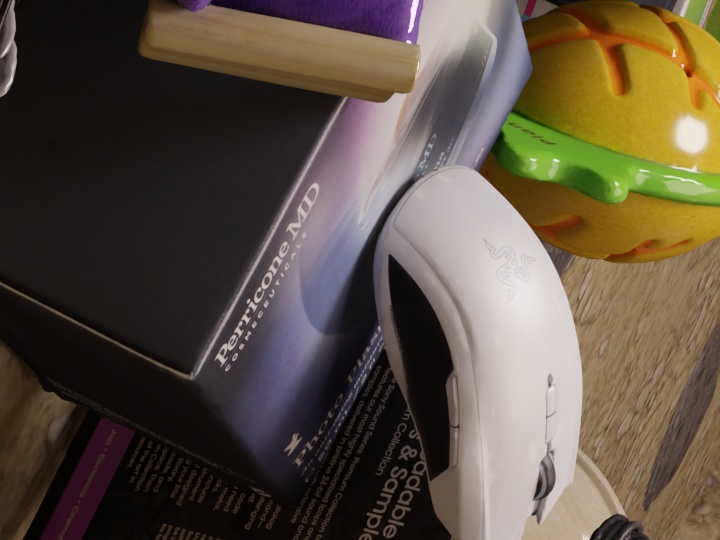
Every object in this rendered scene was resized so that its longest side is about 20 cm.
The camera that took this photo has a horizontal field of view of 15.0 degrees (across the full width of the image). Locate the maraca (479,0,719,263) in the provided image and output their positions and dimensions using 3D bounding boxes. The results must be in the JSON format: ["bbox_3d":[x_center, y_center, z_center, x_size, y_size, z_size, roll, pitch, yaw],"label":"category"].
[{"bbox_3d":[0.096,-0.057,1.132,0.200,0.137,0.108,-6,116,-55],"label":"maraca"}]

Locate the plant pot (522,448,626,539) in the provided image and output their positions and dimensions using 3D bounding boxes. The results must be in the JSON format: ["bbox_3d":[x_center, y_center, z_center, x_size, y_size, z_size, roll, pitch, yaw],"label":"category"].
[{"bbox_3d":[0.024,0.168,1.455,0.183,0.200,0.201,13,102,-63],"label":"plant pot"}]

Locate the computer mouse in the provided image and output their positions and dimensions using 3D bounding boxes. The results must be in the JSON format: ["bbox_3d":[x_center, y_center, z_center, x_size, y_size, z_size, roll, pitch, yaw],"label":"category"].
[{"bbox_3d":[0.054,0.060,0.954,0.110,0.044,0.201,-35,120,-38],"label":"computer mouse"}]

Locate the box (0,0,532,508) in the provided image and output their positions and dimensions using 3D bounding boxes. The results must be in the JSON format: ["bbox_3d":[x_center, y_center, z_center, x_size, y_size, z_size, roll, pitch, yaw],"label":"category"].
[{"bbox_3d":[-0.041,-0.045,0.953,0.201,0.123,0.198,-62,164,-11],"label":"box"}]

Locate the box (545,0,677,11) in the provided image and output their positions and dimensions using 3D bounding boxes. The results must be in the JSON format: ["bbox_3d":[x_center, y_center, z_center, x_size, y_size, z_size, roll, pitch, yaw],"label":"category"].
[{"bbox_3d":[0.105,-0.197,1.243,0.149,0.104,0.200,-65,166,3],"label":"box"}]

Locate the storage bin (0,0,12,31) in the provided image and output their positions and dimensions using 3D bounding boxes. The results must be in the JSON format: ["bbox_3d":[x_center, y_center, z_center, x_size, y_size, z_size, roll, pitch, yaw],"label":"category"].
[{"bbox_3d":[-0.129,-0.108,0.591,0.201,0.093,0.135,-67,165,13],"label":"storage bin"}]

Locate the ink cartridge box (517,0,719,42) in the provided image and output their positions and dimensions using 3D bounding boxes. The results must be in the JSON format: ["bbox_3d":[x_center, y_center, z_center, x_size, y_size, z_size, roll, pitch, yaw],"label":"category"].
[{"bbox_3d":[0.169,-0.130,1.387,0.076,0.199,0.148,-35,148,-61],"label":"ink cartridge box"}]

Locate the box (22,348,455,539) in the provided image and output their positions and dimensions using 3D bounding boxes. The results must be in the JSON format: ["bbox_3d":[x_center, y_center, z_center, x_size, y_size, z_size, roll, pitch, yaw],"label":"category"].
[{"bbox_3d":[-0.036,0.093,1.041,0.036,0.199,0.143,45,64,-44],"label":"box"}]

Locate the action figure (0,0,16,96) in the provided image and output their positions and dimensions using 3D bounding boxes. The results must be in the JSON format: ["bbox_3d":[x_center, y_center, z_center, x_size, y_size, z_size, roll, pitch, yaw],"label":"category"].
[{"bbox_3d":[-0.090,-0.125,0.754,0.130,0.069,0.200,82,31,-50],"label":"action figure"}]

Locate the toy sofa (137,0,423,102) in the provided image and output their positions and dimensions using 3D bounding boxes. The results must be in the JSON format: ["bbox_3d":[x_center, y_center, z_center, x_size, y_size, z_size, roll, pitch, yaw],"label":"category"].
[{"bbox_3d":[-0.008,-0.155,0.809,0.098,0.082,0.201,148,-48,-80],"label":"toy sofa"}]
